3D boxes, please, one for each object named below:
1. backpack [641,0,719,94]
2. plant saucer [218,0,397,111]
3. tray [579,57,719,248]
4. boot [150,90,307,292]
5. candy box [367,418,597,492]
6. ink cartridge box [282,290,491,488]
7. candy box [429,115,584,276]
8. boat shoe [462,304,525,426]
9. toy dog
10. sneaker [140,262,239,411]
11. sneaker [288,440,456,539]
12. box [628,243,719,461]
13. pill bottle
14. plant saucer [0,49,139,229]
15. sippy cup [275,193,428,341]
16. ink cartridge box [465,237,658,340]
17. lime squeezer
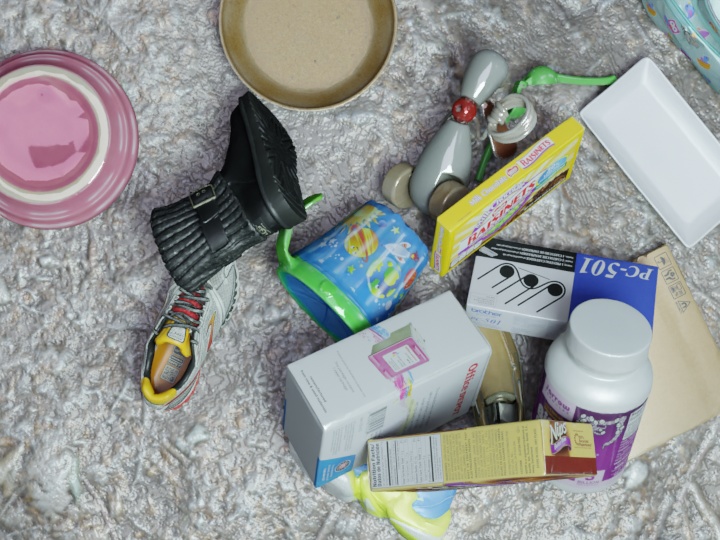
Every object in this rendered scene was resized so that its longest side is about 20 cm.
[{"bbox_3d":[0.415,-0.308,1.243,0.176,0.153,0.200,-44,84,3],"label":"backpack"},{"bbox_3d":[-0.058,-0.276,1.277,0.199,0.035,0.202,0,89,-2],"label":"plant saucer"},{"bbox_3d":[0.348,-0.134,1.297,0.107,0.022,0.200,-39,90,-2],"label":"tray"},{"bbox_3d":[-0.150,-0.089,1.220,0.157,0.212,0.079,-31,131,16],"label":"boot"},{"bbox_3d":[0.120,0.187,1.133,0.199,0.116,0.057,-12,75,35],"label":"candy box"},{"bbox_3d":[0.025,0.124,1.185,0.199,0.145,0.085,-22,61,-20],"label":"ink cartridge box"},{"bbox_3d":[0.157,-0.079,1.223,0.200,0.102,0.026,-37,66,-18],"label":"candy box"},{"bbox_3d":[0.152,0.132,1.254,0.071,0.076,0.201,-15,88,-1],"label":"boat shoe"},{"bbox_3d":[0.116,-0.131,1.249,0.200,0.096,0.132,-46,57,17],"label":"toy dog"},{"bbox_3d":[-0.185,0.060,1.239,0.077,0.082,0.201,17,86,0],"label":"sneaker"},{"bbox_3d":[0.021,0.216,1.259,0.199,0.076,0.105,34,71,-3],"label":"sneaker"},{"bbox_3d":[0.319,0.095,1.289,0.163,0.021,0.201,-26,90,-3],"label":"box"},{"bbox_3d":[0.240,0.130,1.182,0.111,0.113,0.201,2,131,-2],"label":"pill bottle"},{"bbox_3d":[-0.347,-0.147,1.255,0.199,0.051,0.202,0,89,-2],"label":"plant saucer"},{"bbox_3d":[0.000,0.000,1.231,0.139,0.178,0.130,34,74,34],"label":"sippy cup"},{"bbox_3d":[0.219,0.027,1.242,0.199,0.044,0.094,10,57,7],"label":"ink cartridge box"},{"bbox_3d":[0.194,-0.187,1.292,0.200,0.038,0.071,-36,121,-4],"label":"lime squeezer"}]
